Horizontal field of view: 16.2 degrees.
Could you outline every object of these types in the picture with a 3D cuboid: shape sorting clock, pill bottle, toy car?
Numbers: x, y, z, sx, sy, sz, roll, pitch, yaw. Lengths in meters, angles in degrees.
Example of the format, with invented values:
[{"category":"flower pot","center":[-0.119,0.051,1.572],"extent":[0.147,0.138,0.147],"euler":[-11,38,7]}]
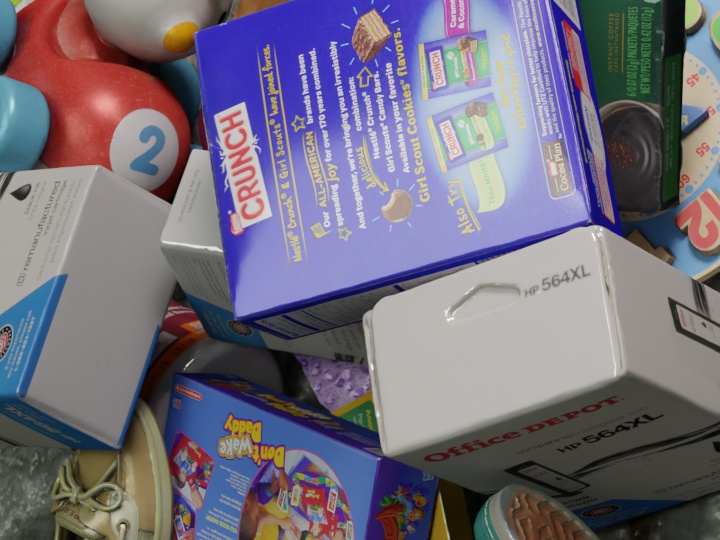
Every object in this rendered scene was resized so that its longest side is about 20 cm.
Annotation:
[{"category":"shape sorting clock","center":[0.156,-0.078,1.425],"extent":[0.199,0.039,0.201],"euler":[-8,71,25]},{"category":"pill bottle","center":[-0.153,0.064,1.579],"extent":[0.200,0.114,0.115],"euler":[23,89,39]},{"category":"toy car","center":[-0.134,-0.146,1.560],"extent":[0.200,0.184,0.177],"euler":[-48,45,27]}]

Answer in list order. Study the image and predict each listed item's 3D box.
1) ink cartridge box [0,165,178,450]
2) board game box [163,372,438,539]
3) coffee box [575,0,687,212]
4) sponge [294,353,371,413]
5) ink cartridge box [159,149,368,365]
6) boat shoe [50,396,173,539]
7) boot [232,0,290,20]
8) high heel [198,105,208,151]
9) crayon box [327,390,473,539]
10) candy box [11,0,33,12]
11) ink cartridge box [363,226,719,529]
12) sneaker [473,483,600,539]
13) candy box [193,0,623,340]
[{"category":"ink cartridge box","center":[-0.206,0.023,1.486],"extent":[0.200,0.084,0.146],"euler":[-3,65,48]},{"category":"board game box","center":[-0.044,0.145,1.415],"extent":[0.200,0.045,0.135],"euler":[18,101,51]},{"category":"coffee box","center":[0.079,-0.097,1.397],"extent":[0.199,0.044,0.123],"euler":[6,102,25]},{"category":"sponge","center":[0.015,0.040,1.515],"extent":[0.112,0.030,0.200],"euler":[-42,55,18]},{"category":"ink cartridge box","center":[0.000,0.000,1.432],"extent":[0.199,0.116,0.067],"euler":[9,62,18]},{"category":"boat shoe","center":[-0.157,0.169,1.467],"extent":[0.073,0.063,0.201],"euler":[21,106,51]},{"category":"boot","center":[0.008,-0.219,1.479],"extent":[0.188,0.068,0.201],"euler":[7,73,43]},{"category":"high heel","center":[0.006,-0.070,1.483],"extent":[0.199,0.096,0.068],"euler":[-5,57,9]},{"category":"crayon box","center":[0.000,0.148,1.438],"extent":[0.200,0.051,0.126],"euler":[-32,63,46]},{"category":"candy box","center":[-0.241,-0.175,1.756],"extent":[0.136,0.061,0.201],"euler":[9,81,38]},{"category":"ink cartridge box","center":[0.117,0.062,1.313],"extent":[0.146,0.200,0.085],"euler":[-21,63,30]},{"category":"sneaker","center":[0.109,0.201,1.306],"extent":[0.080,0.200,0.071],"euler":[-29,17,31]},{"category":"candy box","center":[0.023,-0.069,1.328],"extent":[0.199,0.077,0.170],"euler":[-15,72,18]}]
